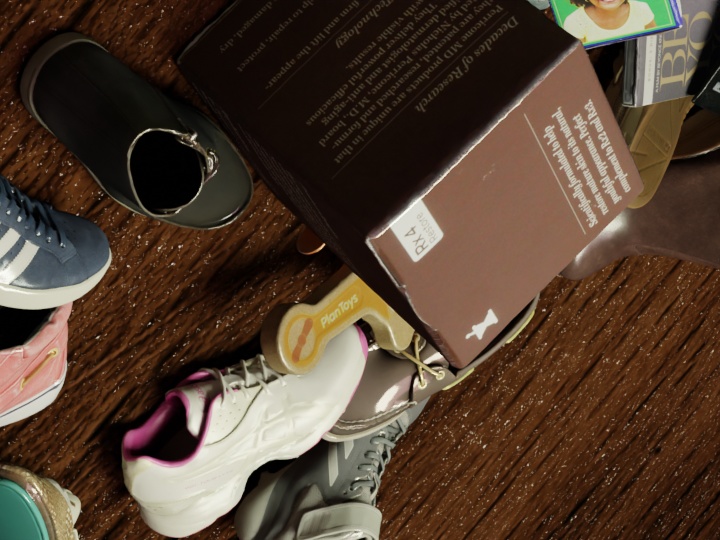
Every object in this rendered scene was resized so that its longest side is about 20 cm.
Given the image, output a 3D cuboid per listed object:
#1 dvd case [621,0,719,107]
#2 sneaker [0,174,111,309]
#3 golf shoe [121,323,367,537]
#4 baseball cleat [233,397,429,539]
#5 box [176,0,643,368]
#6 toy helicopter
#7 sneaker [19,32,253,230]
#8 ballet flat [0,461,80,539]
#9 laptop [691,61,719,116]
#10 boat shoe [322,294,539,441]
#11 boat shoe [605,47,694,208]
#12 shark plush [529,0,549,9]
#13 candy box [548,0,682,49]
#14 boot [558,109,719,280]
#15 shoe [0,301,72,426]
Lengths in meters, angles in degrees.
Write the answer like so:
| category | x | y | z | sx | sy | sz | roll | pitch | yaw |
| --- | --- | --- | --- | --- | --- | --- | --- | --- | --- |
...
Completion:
| category | x | y | z | sx | sy | sz | roll | pitch | yaw |
| --- | --- | --- | --- | --- | --- | --- | --- | --- | --- |
| dvd case | 0.251 | -0.201 | 1.379 | 0.199 | 0.016 | 0.150 | -14 | 112 | -45 |
| sneaker | -0.208 | -0.035 | 1.064 | 0.199 | 0.075 | 0.085 | 4 | 125 | -47 |
| golf shoe | -0.079 | 0.094 | 1.325 | 0.200 | 0.075 | 0.092 | -42 | 139 | -13 |
| baseball cleat | 0.002 | 0.148 | 1.428 | 0.200 | 0.106 | 0.070 | -45 | 139 | -8 |
| box | 0.031 | -0.087 | 1.160 | 0.164 | 0.200 | 0.166 | -43 | 145 | -5 |
| toy helicopter | 0.000 | 0.000 | 1.302 | 0.200 | 0.078 | 0.133 | -38 | 120 | -42 |
| sneaker | -0.108 | -0.053 | 1.125 | 0.075 | 0.106 | 0.200 | -50 | 144 | 4 |
| ballet flat | -0.213 | 0.180 | 1.285 | 0.065 | 0.070 | 0.201 | -54 | 158 | -42 |
| laptop | 0.312 | -0.212 | 1.427 | 0.103 | 0.202 | 0.177 | -18 | 161 | 34 |
| boat shoe | 0.047 | 0.056 | 1.405 | 0.199 | 0.072 | 0.059 | -31 | -174 | -26 |
| boat shoe | 0.211 | -0.143 | 1.415 | 0.071 | 0.064 | 0.201 | 43 | 71 | -45 |
| shark plush | 0.082 | -0.210 | 1.217 | 0.083 | 0.092 | 0.199 | -32 | 161 | 34 |
| candy box | 0.120 | -0.255 | 1.088 | 0.076 | 0.170 | 0.201 | -13 | 133 | 16 |
| boot | 0.258 | -0.028 | 1.478 | 0.199 | 0.166 | 0.073 | -39 | 144 | -8 |
| shoe | -0.250 | 0.066 | 1.108 | 0.199 | 0.072 | 0.091 | -29 | 153 | -33 |
